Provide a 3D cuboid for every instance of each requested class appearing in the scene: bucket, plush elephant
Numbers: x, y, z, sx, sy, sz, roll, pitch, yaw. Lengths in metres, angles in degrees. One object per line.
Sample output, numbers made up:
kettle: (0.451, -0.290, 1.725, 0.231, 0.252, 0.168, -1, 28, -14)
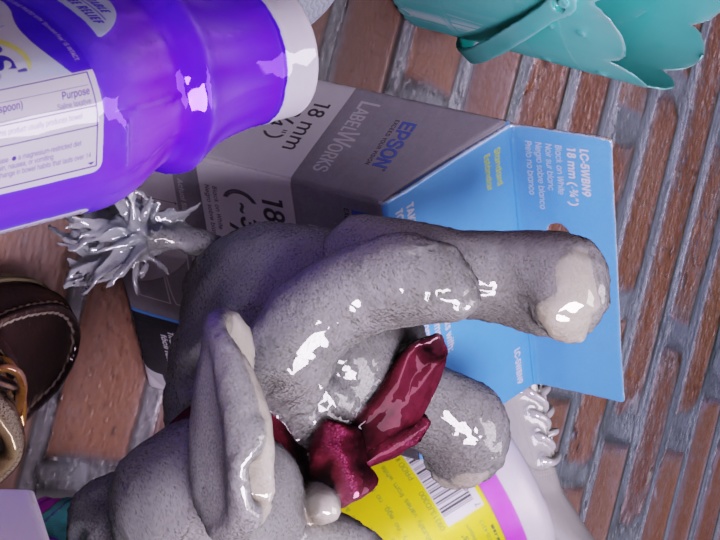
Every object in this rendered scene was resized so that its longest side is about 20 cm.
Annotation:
bucket: (0.106, -0.195, 1.089, 0.207, 0.135, 0.208, -41, 138, -51)
plush elephant: (-0.024, 0.064, 0.757, 0.165, 0.200, 0.155, 128, -24, -56)

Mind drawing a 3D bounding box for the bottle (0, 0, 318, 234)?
bottle: (-0.106, -0.052, 0.681, 0.200, 0.083, 0.065, -16, 124, -33)

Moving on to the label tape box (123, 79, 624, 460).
label tape box: (0.000, 0.000, 0.879, 0.063, 0.200, 0.144, -55, 149, -40)

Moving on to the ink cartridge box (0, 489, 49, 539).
ink cartridge box: (-0.152, 0.126, 0.626, 0.067, 0.199, 0.117, -132, -132, -67)

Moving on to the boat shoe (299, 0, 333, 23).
boat shoe: (-0.098, -0.083, 0.784, 0.200, 0.067, 0.074, -27, 130, -32)

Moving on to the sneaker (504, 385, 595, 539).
sneaker: (0.065, 0.072, 1.071, 0.071, 0.200, 0.073, -40, 173, 13)

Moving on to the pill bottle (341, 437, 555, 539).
pill bottle: (-0.023, 0.132, 0.941, 0.200, 0.104, 0.104, -31, 140, -12)

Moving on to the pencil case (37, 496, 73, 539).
pencil case: (-0.150, 0.137, 0.767, 0.200, 0.085, 0.093, -10, 74, -64)

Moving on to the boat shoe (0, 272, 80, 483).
boat shoe: (-0.145, 0.056, 0.747, 0.200, 0.072, 0.072, -30, 130, -60)
